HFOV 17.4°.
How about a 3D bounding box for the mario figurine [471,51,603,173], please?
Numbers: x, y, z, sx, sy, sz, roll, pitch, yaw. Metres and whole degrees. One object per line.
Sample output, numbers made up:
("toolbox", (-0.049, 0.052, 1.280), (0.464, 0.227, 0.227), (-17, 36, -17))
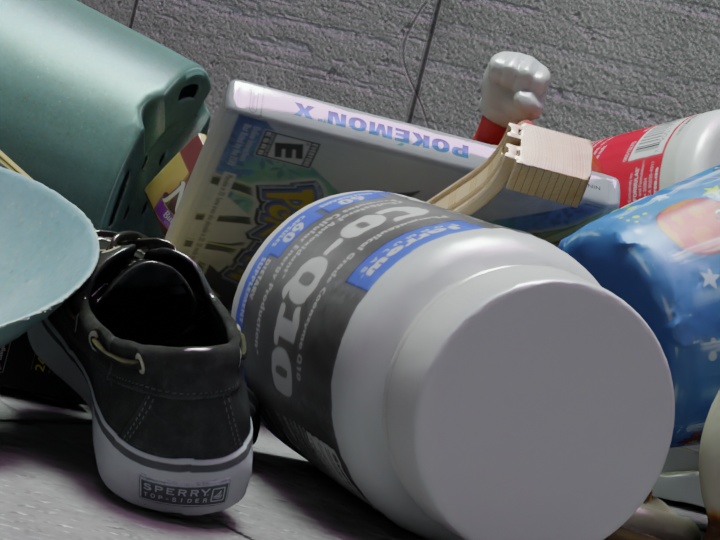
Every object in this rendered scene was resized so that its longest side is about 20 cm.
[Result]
("mario figurine", (0.033, -0.040, 1.162), (0.106, 0.124, 0.199), (-10, 3, -42))

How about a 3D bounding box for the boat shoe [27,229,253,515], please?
("boat shoe", (-0.074, 0.019, 0.831), (0.068, 0.057, 0.200), (0, 20, -18))

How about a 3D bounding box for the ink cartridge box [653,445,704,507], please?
("ink cartridge box", (0.148, 0.061, 1.208), (0.146, 0.084, 0.200), (14, 4, -2))

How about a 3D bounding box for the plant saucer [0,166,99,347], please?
("plant saucer", (-0.191, 0.003, 0.816), (0.199, 0.039, 0.201), (5, 21, -2))

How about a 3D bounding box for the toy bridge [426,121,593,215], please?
("toy bridge", (0.039, 0.012, 1.012), (0.067, 0.201, 0.027), (15, 48, -5))

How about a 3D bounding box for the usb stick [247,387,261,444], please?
("usb stick", (-0.087, 0.039, 0.973), (0.055, 0.033, 0.200), (33, -2, -19))

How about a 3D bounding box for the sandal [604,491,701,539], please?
("sandal", (0.080, 0.074, 0.951), (0.081, 0.055, 0.200), (13, 3, -17))

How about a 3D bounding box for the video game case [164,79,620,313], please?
("video game case", (0.000, 0.000, 1.095), (0.181, 0.022, 0.200), (14, -38, -12))

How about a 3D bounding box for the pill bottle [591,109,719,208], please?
("pill bottle", (0.151, -0.021, 1.366), (0.112, 0.113, 0.199), (11, -17, -42))

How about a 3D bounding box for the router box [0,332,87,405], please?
("router box", (-0.197, 0.000, 1.000), (0.148, 0.051, 0.200), (13, 5, -20))

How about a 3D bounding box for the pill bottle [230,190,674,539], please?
("pill bottle", (0.030, 0.036, 0.865), (0.113, 0.115, 0.200), (13, 3, -20))

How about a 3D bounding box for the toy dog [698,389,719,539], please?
("toy dog", (0.216, 0.071, 0.895), (0.199, 0.140, 0.193), (7, 11, -40))

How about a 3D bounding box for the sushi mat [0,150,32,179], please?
("sushi mat", (-0.108, -0.002, 1.049), (0.200, 0.012, 0.096), (41, -7, -15))

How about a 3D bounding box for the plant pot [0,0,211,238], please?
("plant pot", (-0.202, -0.082, 1.337), (0.195, 0.201, 0.200), (24, 5, 11))

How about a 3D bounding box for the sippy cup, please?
("sippy cup", (0.154, 0.016, 1.010), (0.130, 0.178, 0.140), (-13, 56, -30))

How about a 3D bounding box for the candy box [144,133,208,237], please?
("candy box", (-0.018, -0.003, 1.326), (0.199, 0.056, 0.117), (12, 44, -49))
